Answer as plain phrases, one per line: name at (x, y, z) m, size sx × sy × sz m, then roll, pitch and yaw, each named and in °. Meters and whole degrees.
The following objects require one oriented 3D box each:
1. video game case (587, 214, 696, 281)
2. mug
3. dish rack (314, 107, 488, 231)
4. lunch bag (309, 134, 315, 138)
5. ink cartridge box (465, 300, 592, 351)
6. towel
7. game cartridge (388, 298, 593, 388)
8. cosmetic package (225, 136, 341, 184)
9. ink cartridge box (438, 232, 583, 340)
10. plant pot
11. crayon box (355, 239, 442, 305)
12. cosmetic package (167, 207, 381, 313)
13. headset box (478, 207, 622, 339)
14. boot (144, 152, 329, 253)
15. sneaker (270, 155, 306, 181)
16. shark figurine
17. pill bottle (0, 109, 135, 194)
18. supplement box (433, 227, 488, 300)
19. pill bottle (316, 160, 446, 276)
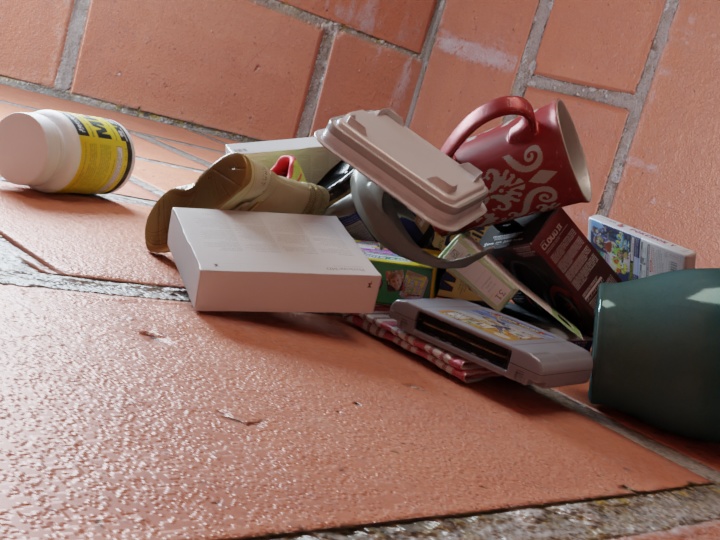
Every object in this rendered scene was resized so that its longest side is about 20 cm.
video game case at (0.375, 0.043, 1.368) m, size 0.023 × 0.202 × 0.182 m, roll -16°, pitch 26°, yaw -26°
mug at (0.173, -0.142, 1.288) m, size 0.198 × 0.179 × 0.134 m, roll -17°, pitch 23°, yaw 23°
dish rack at (0.058, -0.128, 1.171) m, size 0.199 × 0.044 × 0.171 m, roll 36°, pitch 25°, yaw 13°
lunch bag at (-0.079, -0.145, 1.613) m, size 0.118 × 0.199 × 0.164 m, roll 58°, pitch 18°, yaw 8°
ink cartridge box at (0.180, 0.071, 1.328) m, size 0.199 × 0.041 × 0.199 m, roll 22°, pitch 11°, yaw 33°
towel at (0.089, 0.082, 1.143) m, size 0.145 × 0.030 × 0.199 m, roll 5°, pitch 14°, yaw -46°
game cartridge at (0.144, 0.073, 1.085) m, size 0.199 × 0.042 × 0.132 m, roll 22°, pitch 17°, yaw 37°
cosmetic package at (-0.091, -0.143, 1.433) m, size 0.198 × 0.083 × 0.051 m, roll -7°, pitch 25°, yaw -20°
ink cartridge box at (0.192, 0.032, 1.287) m, size 0.200 × 0.048 × 0.145 m, roll 43°, pitch 9°, yaw 5°
plant pot at (0.347, 0.088, 1.099) m, size 0.186 × 0.203 × 0.200 m, roll 5°, pitch 6°, yaw 11°
crayon box at (0.000, 0.000, 1.276) m, size 0.198 × 0.059 × 0.173 m, roll 7°, pitch 9°, yaw 8°
cosmetic package at (-0.096, -0.011, 1.088) m, size 0.198 × 0.052 × 0.151 m, roll 2°, pitch 25°, yaw -23°
headset box at (0.255, 0.000, 1.371) m, size 0.200 × 0.075 × 0.148 m, roll 47°, pitch -22°, yaw -16°
boot at (-0.150, -0.065, 1.214) m, size 0.199 × 0.074 × 0.155 m, roll -31°, pitch -28°, yaw 34°
sneaker at (-0.154, -0.091, 1.331) m, size 0.199 × 0.091 × 0.078 m, roll -34°, pitch 45°, yaw -30°
shark figurine at (0.043, -0.066, 1.171) m, size 0.128 × 0.090 × 0.215 m, roll -31°, pitch 69°, yaw -26°
pill bottle at (-0.415, -0.165, 1.415) m, size 0.113 × 0.116 × 0.200 m, roll 19°, pitch 10°, yaw 17°
supplement box at (0.106, -0.049, 1.614) m, size 0.198 × 0.136 × 0.200 m, roll 11°, pitch 10°, yaw -32°
pill bottle at (0.033, -0.064, 1.403) m, size 0.201 × 0.112 × 0.112 m, roll 52°, pitch -2°, yaw -18°
